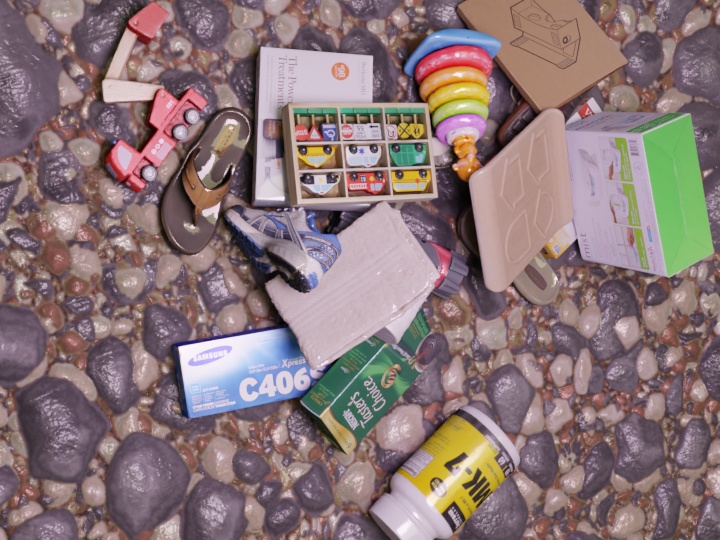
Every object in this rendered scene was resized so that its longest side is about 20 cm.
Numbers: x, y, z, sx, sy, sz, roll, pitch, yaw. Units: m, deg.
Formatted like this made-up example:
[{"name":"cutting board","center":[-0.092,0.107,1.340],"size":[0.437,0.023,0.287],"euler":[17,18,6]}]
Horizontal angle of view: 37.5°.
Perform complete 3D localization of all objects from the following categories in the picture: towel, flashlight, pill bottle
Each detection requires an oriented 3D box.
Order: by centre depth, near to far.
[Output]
[{"name":"towel","center":[-0.010,0.017,1.323],"size":[0.199,0.034,0.133],"euler":[-34,72,3]},{"name":"flashlight","center":[0.049,-0.029,1.442],"size":[0.199,0.068,0.068],"euler":[25,94,-20]},{"name":"pill bottle","center":[0.113,0.292,1.451],"size":[0.200,0.114,0.115],"euler":[-43,106,-14]}]

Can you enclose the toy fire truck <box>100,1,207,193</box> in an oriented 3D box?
[{"name":"toy fire truck","center":[-0.271,-0.214,1.319],"size":[0.141,0.049,0.201],"euler":[39,79,-18]}]

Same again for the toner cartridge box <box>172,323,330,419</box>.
[{"name":"toner cartridge box","center":[-0.139,0.126,1.384],"size":[0.198,0.043,0.096],"euler":[-10,94,-21]}]

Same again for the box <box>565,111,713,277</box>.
[{"name":"box","center":[0.374,-0.109,1.462],"size":[0.096,0.176,0.202],"euler":[-23,108,-23]}]

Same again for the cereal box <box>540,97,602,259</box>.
[{"name":"cereal box","center":[0.305,-0.135,1.552],"size":[0.200,0.039,0.144],"euler":[-44,107,-15]}]

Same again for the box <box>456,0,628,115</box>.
[{"name":"box","center":[0.256,-0.330,1.493],"size":[0.163,0.021,0.201],"euler":[-32,77,-18]}]

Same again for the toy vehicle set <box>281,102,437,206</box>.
[{"name":"toy vehicle set","center":[0.001,-0.147,1.338],"size":[0.198,0.026,0.126],"euler":[-5,86,-26]}]

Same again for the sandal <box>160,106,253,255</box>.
[{"name":"sandal","center":[-0.191,-0.117,1.350],"size":[0.081,0.055,0.201],"euler":[31,80,-19]}]

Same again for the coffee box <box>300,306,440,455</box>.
[{"name":"coffee box","center":[0.018,0.140,1.414],"size":[0.200,0.044,0.123],"euler":[-45,144,-15]}]

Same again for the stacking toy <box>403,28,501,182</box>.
[{"name":"stacking toy","center":[0.133,-0.208,1.413],"size":[0.115,0.110,0.202],"euler":[0,70,-22]}]

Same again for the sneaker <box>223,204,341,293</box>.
[{"name":"sneaker","center":[-0.094,-0.041,1.325],"size":[0.085,0.200,0.077],"euler":[-40,134,-18]}]

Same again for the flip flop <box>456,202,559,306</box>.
[{"name":"flip flop","center":[0.219,-0.025,1.512],"size":[0.200,0.057,0.081],"euler":[46,76,-17]}]

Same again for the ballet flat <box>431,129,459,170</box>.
[{"name":"ballet flat","center":[0.049,-0.166,1.438],"size":[0.198,0.064,0.068],"euler":[-5,93,-21]}]

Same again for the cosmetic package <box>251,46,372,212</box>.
[{"name":"cosmetic package","center":[-0.062,-0.181,1.374],"size":[0.149,0.052,0.202],"euler":[2,82,-12]}]

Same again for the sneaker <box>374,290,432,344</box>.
[{"name":"sneaker","center":[0.000,0.000,1.390],"size":[0.199,0.074,0.116],"euler":[33,70,17]}]

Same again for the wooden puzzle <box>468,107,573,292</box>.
[{"name":"wooden puzzle","center":[0.212,-0.098,1.430],"size":[0.200,0.046,0.186],"euler":[-39,130,-35]}]

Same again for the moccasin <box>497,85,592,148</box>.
[{"name":"moccasin","center":[0.262,-0.245,1.520],"size":[0.202,0.077,0.074],"euler":[-51,123,-16]}]
